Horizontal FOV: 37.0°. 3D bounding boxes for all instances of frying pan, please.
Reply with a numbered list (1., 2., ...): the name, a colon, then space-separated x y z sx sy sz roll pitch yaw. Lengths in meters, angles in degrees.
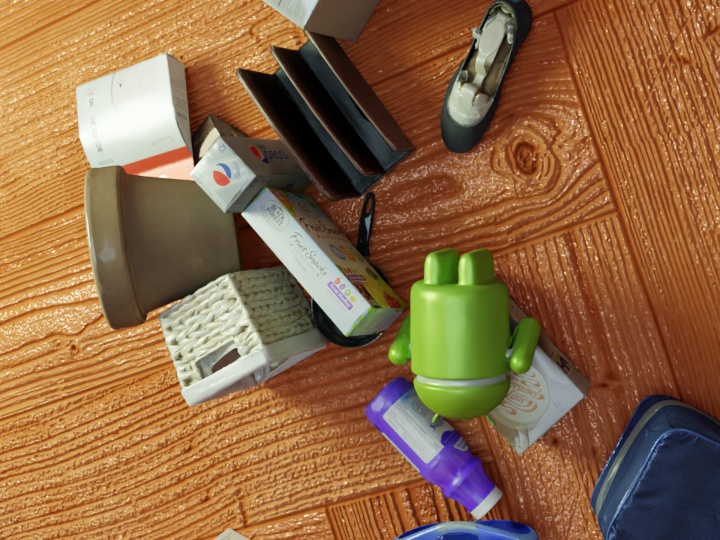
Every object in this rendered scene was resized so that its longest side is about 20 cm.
1. frying pan: -0.016 0.005 1.402 0.113 0.031 0.193 -13 81 17

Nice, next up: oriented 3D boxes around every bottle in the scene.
1. bottle: 0.095 0.226 1.363 0.200 0.083 0.065 46 108 10

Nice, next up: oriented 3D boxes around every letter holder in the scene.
1. letter holder: -0.045 -0.196 1.327 0.100 0.142 0.201 -38 84 19

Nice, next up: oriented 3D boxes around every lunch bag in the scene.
1. lunch bag: 0.359 0.258 1.254 0.134 0.132 0.202 26 104 -2

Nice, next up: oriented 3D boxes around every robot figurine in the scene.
1. robot figurine: 0.115 0.078 1.235 0.173 0.115 0.204 0 97 25

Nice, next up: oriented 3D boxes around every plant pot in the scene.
1. plant pot: -0.240 -0.036 1.343 0.172 0.200 0.204 -7 95 -5

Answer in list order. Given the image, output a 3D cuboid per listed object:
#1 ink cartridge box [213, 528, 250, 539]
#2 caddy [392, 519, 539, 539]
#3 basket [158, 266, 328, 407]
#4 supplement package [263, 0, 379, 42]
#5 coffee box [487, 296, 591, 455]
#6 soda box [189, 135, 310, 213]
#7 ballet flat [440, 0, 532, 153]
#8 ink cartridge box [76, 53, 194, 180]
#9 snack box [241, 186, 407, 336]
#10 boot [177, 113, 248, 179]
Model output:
1. ink cartridge box: -0.136 0.472 1.473 0.198 0.084 0.147 24 104 16
2. caddy: 0.127 0.363 1.340 0.197 0.141 0.107 -7 100 19
3. basket: -0.149 0.078 1.372 0.134 0.200 0.125 -29 82 19
4. supplement package: -0.076 -0.395 1.288 0.199 0.191 0.148 36 106 11
5. coffee box: 0.173 0.108 1.323 0.114 0.080 0.200 -44 82 18
6. soda box: -0.130 -0.120 1.335 0.068 0.200 0.064 45 107 9
7. ballet flat: 0.144 -0.237 1.297 0.072 0.073 0.202 29 105 13
8. ink cartridge box: -0.301 -0.170 1.438 0.160 0.057 0.203 -13 73 25
9. snack box: -0.041 -0.011 1.323 0.053 0.142 0.200 -45 75 12
10. boot: -0.205 -0.085 1.442 0.199 0.064 0.187 -39 82 15
